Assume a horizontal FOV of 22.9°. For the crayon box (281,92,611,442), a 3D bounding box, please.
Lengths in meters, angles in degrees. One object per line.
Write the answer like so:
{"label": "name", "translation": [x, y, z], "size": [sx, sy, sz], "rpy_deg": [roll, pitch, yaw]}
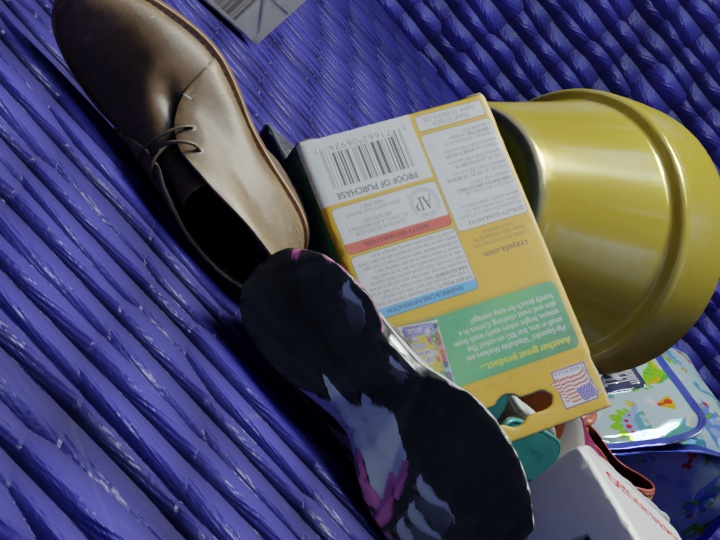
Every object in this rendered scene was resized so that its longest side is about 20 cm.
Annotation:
{"label": "crayon box", "translation": [0.046, 0.010, 1.027], "size": [0.200, 0.126, 0.052], "rpy_deg": [68, -24, 11]}

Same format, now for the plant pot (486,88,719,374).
{"label": "plant pot", "translation": [0.119, -0.035, 1.215], "size": [0.189, 0.201, 0.201], "rpy_deg": [13, 37, -51]}

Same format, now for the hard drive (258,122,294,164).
{"label": "hard drive", "translation": [0.000, 0.000, 1.183], "size": [0.200, 0.042, 0.135], "rpy_deg": [43, 13, -41]}

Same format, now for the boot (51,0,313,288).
{"label": "boot", "translation": [-0.097, -0.074, 0.960], "size": [0.200, 0.074, 0.075], "rpy_deg": [52, 16, -10]}

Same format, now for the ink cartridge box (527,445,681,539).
{"label": "ink cartridge box", "translation": [0.169, 0.219, 1.023], "size": [0.147, 0.083, 0.200], "rpy_deg": [41, 14, -46]}

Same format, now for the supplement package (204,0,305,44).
{"label": "supplement package", "translation": [-0.120, -0.325, 1.600], "size": [0.121, 0.120, 0.200], "rpy_deg": [37, 17, -48]}

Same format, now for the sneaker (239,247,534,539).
{"label": "sneaker", "translation": [0.018, 0.072, 0.923], "size": [0.200, 0.080, 0.086], "rpy_deg": [57, 0, 2]}

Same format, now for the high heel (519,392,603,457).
{"label": "high heel", "translation": [0.151, 0.145, 1.284], "size": [0.200, 0.067, 0.096], "rpy_deg": [47, -2, 6]}

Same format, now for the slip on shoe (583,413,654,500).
{"label": "slip on shoe", "translation": [0.151, 0.119, 1.369], "size": [0.200, 0.061, 0.074], "rpy_deg": [48, 12, -6]}

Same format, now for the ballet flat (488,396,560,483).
{"label": "ballet flat", "translation": [0.067, 0.089, 1.138], "size": [0.069, 0.069, 0.200], "rpy_deg": [57, 8, 32]}

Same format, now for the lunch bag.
{"label": "lunch bag", "translation": [0.230, 0.128, 1.537], "size": [0.200, 0.128, 0.170], "rpy_deg": [20, 27, -37]}
